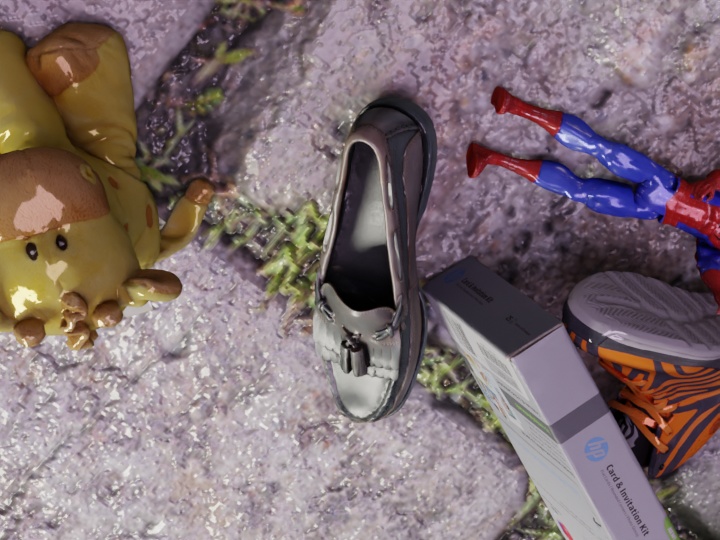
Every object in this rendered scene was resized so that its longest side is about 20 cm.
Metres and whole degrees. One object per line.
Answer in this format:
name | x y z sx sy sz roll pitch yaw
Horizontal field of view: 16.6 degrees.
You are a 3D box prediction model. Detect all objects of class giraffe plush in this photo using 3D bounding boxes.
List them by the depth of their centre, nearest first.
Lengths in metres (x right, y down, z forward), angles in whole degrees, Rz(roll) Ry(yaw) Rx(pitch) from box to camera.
giraffe plush | -0.176 -0.025 1.371 0.173 0.162 0.200 -35 109 11

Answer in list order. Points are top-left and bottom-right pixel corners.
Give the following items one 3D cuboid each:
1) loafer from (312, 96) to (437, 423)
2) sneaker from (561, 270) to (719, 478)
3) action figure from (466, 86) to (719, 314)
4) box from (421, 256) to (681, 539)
loafer | 0.000 0.000 1.436 0.072 0.063 0.200 12 111 20
sneaker | 0.169 0.068 1.432 0.200 0.078 0.112 11 119 -47
action figure | 0.166 -0.037 1.422 0.200 0.099 0.065 18 111 -12
box | 0.119 0.099 1.439 0.041 0.156 0.200 -32 110 -7
